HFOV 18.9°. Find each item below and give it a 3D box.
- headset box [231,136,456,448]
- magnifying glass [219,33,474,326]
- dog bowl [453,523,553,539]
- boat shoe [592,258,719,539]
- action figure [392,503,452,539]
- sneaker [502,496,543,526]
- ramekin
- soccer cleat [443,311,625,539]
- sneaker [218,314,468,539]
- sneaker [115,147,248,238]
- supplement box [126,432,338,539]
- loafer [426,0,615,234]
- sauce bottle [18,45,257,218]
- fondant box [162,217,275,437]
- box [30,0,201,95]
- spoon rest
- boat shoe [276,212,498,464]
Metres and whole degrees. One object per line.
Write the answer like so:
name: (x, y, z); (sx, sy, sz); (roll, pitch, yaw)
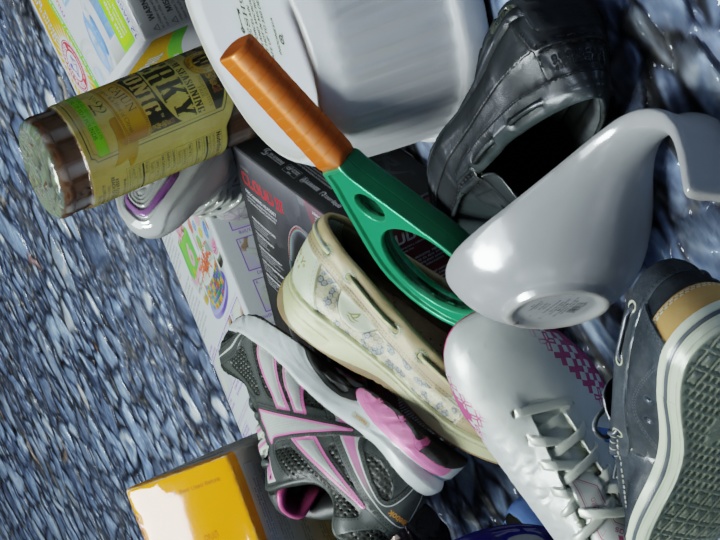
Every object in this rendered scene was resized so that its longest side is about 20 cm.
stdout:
headset box: (0.000, 0.000, 1.310); (0.149, 0.075, 0.201); (38, 148, 49)
magnifying glass: (0.003, -0.043, 1.107); (0.200, 0.022, 0.079); (45, 157, -18)
dog bowl: (0.081, 0.248, 1.229); (0.079, 0.199, 0.201); (41, 150, 49)
boat shoe: (0.151, 0.072, 1.027); (0.062, 0.074, 0.201); (54, 159, 38)
action figure: (0.039, 0.174, 1.441); (0.200, 0.069, 0.131); (47, 159, 45)
sneaker: (0.100, 0.224, 1.329); (0.070, 0.078, 0.201); (41, 150, 45)
ramekin: (-0.023, -0.148, 1.160); (0.203, 0.094, 0.203); (49, 156, 32)
soccer cleat: (0.114, 0.103, 1.112); (0.200, 0.070, 0.086); (53, -173, -27)
sneaker: (-0.032, 0.094, 1.230); (0.080, 0.087, 0.200); (37, 177, -36)
sneaker: (-0.090, -0.064, 1.366); (0.074, 0.200, 0.100); (-15, 114, 25)
supplement box: (-0.056, 0.165, 1.326); (0.127, 0.073, 0.200); (70, -161, 2)
loafer: (0.077, -0.056, 1.054); (0.201, 0.068, 0.071); (109, 148, -58)
sauce bottle: (-0.100, -0.095, 1.261); (0.065, 0.199, 0.065); (48, 153, 34)
fondant box: (-0.075, 0.024, 1.516); (0.201, 0.058, 0.144); (66, 161, 16)
box: (-0.138, -0.187, 1.387); (0.113, 0.101, 0.200); (64, 160, 1)
spoon rest: (0.112, -0.024, 1.009); (0.200, 0.099, 0.061); (-38, 53, 56)
boat shoe: (0.049, 0.042, 1.177); (0.199, 0.073, 0.063); (28, 126, 3)
